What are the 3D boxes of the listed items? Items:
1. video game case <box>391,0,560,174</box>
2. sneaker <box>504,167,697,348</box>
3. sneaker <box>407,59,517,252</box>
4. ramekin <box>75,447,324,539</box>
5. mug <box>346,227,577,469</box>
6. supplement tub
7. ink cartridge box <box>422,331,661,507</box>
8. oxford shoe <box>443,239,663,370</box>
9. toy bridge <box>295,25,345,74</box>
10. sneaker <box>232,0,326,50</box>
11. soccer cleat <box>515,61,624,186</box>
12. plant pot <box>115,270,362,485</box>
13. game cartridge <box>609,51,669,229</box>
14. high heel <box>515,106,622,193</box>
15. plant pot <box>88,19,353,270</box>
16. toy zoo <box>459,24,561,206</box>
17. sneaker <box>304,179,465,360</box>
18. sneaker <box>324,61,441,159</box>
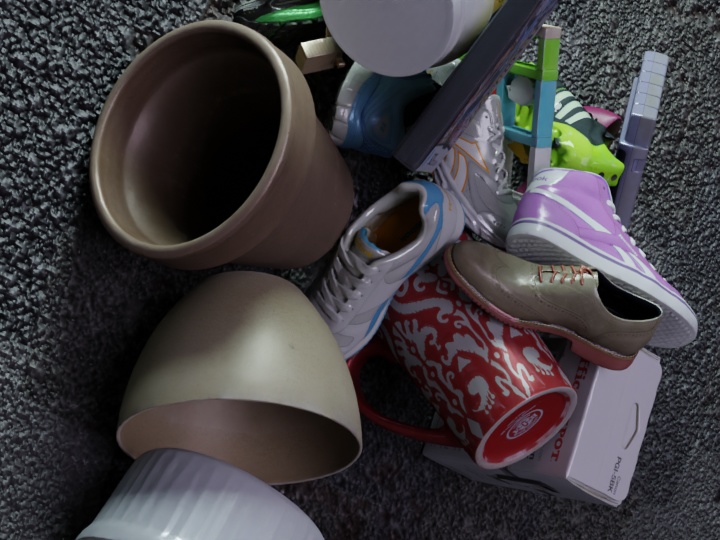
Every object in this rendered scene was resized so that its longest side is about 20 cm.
[{"bbox_3d":[0.103,-0.167,1.314,0.025,0.181,0.201,38,96,4],"label":"video game case"},{"bbox_3d":[0.232,-0.021,1.410,0.200,0.073,0.115,35,53,-13],"label":"sneaker"},{"bbox_3d":[0.106,-0.109,1.434,0.201,0.092,0.076,55,16,12],"label":"sneaker"},{"bbox_3d":[-0.122,0.229,1.253,0.201,0.199,0.098,47,56,-29],"label":"ramekin"},{"bbox_3d":[0.087,0.081,1.408,0.132,0.201,0.178,-7,138,-39],"label":"mug"},{"bbox_3d":[0.063,-0.256,1.304,0.200,0.143,0.146,-47,120,-49],"label":"supplement tub"},{"bbox_3d":[0.169,0.130,1.480,0.082,0.199,0.148,29,73,-35],"label":"ink cartridge box"},{"bbox_3d":[0.167,0.013,1.344,0.198,0.075,0.071,23,42,-15],"label":"oxford shoe"},{"bbox_3d":[-0.052,-0.256,1.330,0.067,0.027,0.202,-15,69,-21],"label":"toy bridge"},{"bbox_3d":[-0.041,-0.257,1.391,0.199,0.078,0.086,-35,96,-35],"label":"sneaker"},{"bbox_3d":[0.197,-0.138,1.517,0.080,0.201,0.068,11,121,-18],"label":"soccer cleat"},{"bbox_3d":[-0.097,0.080,1.285,0.199,0.199,0.136,22,57,-37],"label":"plant pot"},{"bbox_3d":[0.268,-0.102,1.570,0.130,0.038,0.202,-60,163,-50],"label":"game cartridge"},{"bbox_3d":[0.199,-0.068,1.561,0.067,0.095,0.203,18,79,-53],"label":"high heel"},{"bbox_3d":[-0.096,-0.079,1.287,0.174,0.198,0.203,32,71,-55],"label":"plant pot"},{"bbox_3d":[0.133,-0.135,1.471,0.020,0.131,0.203,-7,109,-33],"label":"toy zoo"},{"bbox_3d":[0.000,0.000,1.343,0.200,0.077,0.081,-49,155,9],"label":"sneaker"},{"bbox_3d":[0.034,-0.168,1.407,0.089,0.079,0.201,25,52,-1],"label":"sneaker"}]
